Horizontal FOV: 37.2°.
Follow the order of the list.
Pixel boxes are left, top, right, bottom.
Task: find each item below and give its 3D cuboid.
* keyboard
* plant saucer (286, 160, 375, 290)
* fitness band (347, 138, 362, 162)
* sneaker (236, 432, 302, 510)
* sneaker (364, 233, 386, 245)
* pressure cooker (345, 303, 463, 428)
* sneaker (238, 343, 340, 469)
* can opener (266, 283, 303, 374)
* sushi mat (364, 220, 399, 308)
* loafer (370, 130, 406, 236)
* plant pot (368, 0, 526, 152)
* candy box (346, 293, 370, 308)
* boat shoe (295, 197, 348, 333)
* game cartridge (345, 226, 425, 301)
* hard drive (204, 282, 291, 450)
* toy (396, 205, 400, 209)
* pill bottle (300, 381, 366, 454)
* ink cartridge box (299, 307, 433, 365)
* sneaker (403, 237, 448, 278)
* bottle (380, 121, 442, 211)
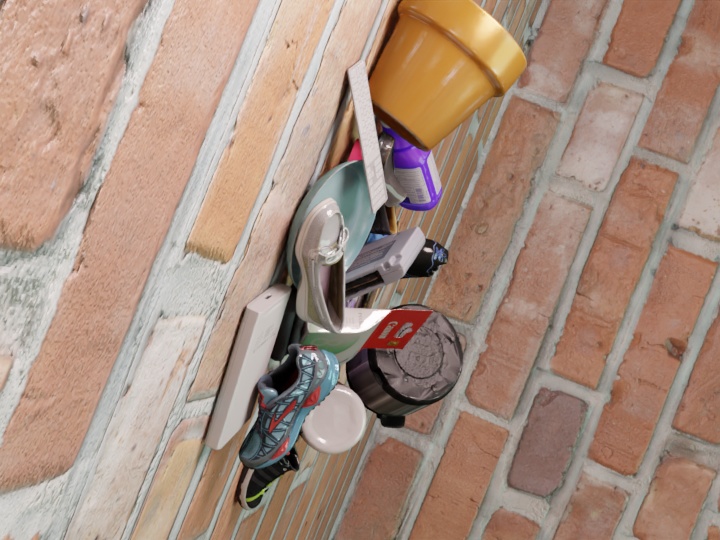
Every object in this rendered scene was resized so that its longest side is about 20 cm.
[{"bbox_3d":[0.010,-0.180,1.447,0.056,0.011,0.202,-57,141,-60],"label":"keyboard"},{"bbox_3d":[-0.042,-0.063,1.480,0.200,0.027,0.201,-44,150,-34],"label":"plant saucer"},{"bbox_3d":[-0.028,-0.099,1.592,0.144,0.037,0.202,-44,155,-70],"label":"fitness band"},{"bbox_3d":[-0.144,0.323,1.751,0.072,0.082,0.202,-51,161,-59],"label":"sneaker"},{"bbox_3d":[0.006,-0.106,1.696,0.066,0.078,0.203,-169,-96,-65],"label":"sneaker"},{"bbox_3d":[0.066,0.157,1.835,0.176,0.179,0.200,-43,180,-26],"label":"pressure cooker"},{"bbox_3d":[-0.120,0.182,1.490,0.095,0.079,0.201,32,94,-40],"label":"sneaker"},{"bbox_3d":[-0.100,0.115,1.544,0.053,0.067,0.202,-26,141,-47],"label":"can opener"},{"bbox_3d":[0.028,0.019,1.768,0.096,0.012,0.202,-76,-176,-72],"label":"sushi mat"},{"bbox_3d":[0.036,-0.125,1.578,0.201,0.072,0.073,101,13,-57],"label":"loafer"},{"bbox_3d":[0.104,-0.279,1.524,0.184,0.200,0.200,-52,170,-1],"label":"plant pot"},{"bbox_3d":[-0.041,0.068,1.792,0.200,0.071,0.169,-53,162,-61],"label":"candy box"},{"bbox_3d":[-0.044,-0.005,1.428,0.074,0.064,0.204,-35,144,-44],"label":"boat shoe"},{"bbox_3d":[0.000,0.000,1.597,0.198,0.042,0.133,-22,-168,29],"label":"game cartridge"},{"bbox_3d":[-0.149,0.126,1.432,0.132,0.026,0.202,-42,153,-70],"label":"hard drive"},{"bbox_3d":[0.051,-0.161,1.857,0.200,0.047,0.116,-48,149,-45],"label":"toy"},{"bbox_3d":[-0.061,0.243,1.836,0.200,0.115,0.118,-177,-69,-80],"label":"pill bottle"},{"bbox_3d":[-0.005,0.107,1.628,0.161,0.198,0.051,123,-32,-60],"label":"ink cartridge box"},{"bbox_3d":[0.085,-0.013,1.797,0.200,0.077,0.071,155,-52,-75],"label":"sneaker"},{"bbox_3d":[0.077,-0.186,1.754,0.066,0.083,0.201,-62,147,-32],"label":"bottle"}]
